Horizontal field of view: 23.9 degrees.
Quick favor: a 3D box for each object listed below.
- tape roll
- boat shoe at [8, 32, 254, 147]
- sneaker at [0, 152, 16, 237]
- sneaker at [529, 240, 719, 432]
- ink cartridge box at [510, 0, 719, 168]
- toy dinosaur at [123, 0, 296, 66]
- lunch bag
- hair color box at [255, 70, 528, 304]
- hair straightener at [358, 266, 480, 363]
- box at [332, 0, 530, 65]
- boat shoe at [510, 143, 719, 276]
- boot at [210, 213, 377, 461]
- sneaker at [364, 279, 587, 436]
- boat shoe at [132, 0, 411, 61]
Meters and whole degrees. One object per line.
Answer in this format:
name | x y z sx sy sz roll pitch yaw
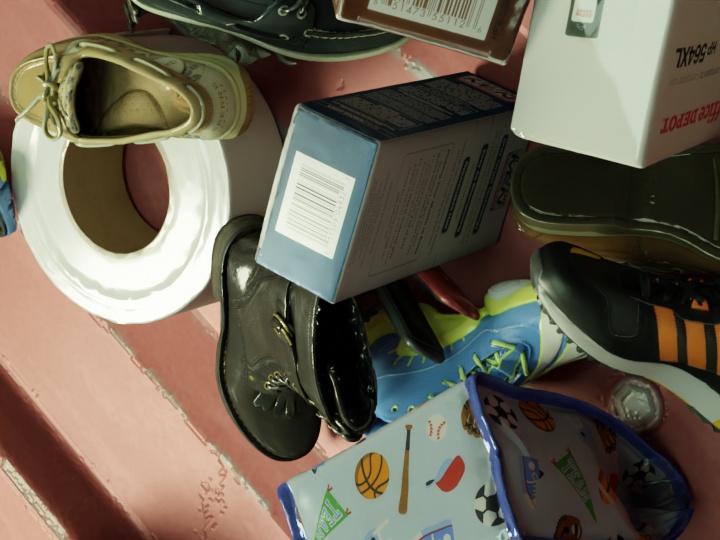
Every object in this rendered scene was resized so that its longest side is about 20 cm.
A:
tape roll | -0.152 -0.067 1.203 0.202 0.071 0.203 8 105 32
boat shoe | -0.164 -0.118 1.119 0.199 0.063 0.074 4 103 33
sneaker | -0.321 -0.056 1.282 0.199 0.083 0.071 9 112 51
sneaker | 0.190 0.024 0.958 0.200 0.070 0.090 32 121 -17
ink cartridge box | 0.163 -0.168 0.930 0.084 0.146 0.201 18 110 26
toy dinosaur | -0.116 -0.216 1.150 0.077 0.102 0.201 118 138 -75
lunch bag | 0.083 0.156 1.021 0.170 0.200 0.124 -30 62 33
hair color box | 0.026 -0.054 1.010 0.060 0.200 0.100 28 113 25
hair straightener | 0.000 0.000 1.092 0.077 0.041 0.200 -53 44 11
box | 0.033 -0.190 0.968 0.100 0.200 0.075 14 114 -10
boat shoe | 0.188 -0.033 0.993 0.199 0.068 0.072 13 73 13
boot | -0.038 0.067 1.091 0.174 0.069 0.201 39 145 58
sneaker | 0.075 0.070 1.061 0.200 0.076 0.105 -12 54 44
boat shoe | -0.057 -0.183 1.073 0.199 0.066 0.075 15 84 3
